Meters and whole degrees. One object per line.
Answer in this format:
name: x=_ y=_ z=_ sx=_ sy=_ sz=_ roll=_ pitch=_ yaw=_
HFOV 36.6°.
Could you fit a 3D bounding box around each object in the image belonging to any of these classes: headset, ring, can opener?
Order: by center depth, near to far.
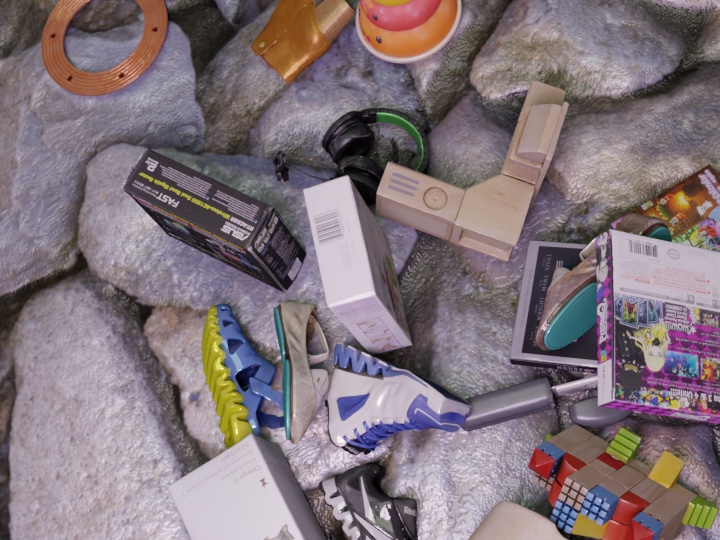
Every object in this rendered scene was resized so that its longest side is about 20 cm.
can opener: x=0.205 y=0.151 z=1.226 sx=0.197 sy=0.053 sz=0.067 roll=-12 pitch=69 yaw=10
headset: x=-0.011 y=-0.145 z=1.368 sx=0.197 sy=0.094 sz=0.125 roll=-13 pitch=67 yaw=-2
ring: x=-0.369 y=-0.341 z=1.574 sx=0.198 sy=0.019 sz=0.203 roll=-5 pitch=69 yaw=13

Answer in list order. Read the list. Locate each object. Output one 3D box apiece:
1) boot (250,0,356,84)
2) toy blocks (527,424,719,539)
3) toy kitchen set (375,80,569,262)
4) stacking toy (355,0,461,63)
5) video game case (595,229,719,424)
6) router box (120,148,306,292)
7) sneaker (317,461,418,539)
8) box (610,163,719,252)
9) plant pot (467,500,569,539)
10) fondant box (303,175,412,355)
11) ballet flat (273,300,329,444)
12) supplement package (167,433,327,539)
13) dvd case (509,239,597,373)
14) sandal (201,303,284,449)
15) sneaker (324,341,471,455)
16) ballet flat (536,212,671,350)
boot: x=-0.100 y=-0.357 z=1.485 sx=0.144 sy=0.071 sz=0.202 roll=-40 pitch=53 yaw=12
toy blocks: x=0.249 y=0.232 z=1.124 sx=0.199 sy=0.136 sz=0.101 roll=29 pitch=113 yaw=30
toy kitchen set: x=0.135 y=-0.149 z=1.272 sx=0.178 sy=0.163 sz=0.202 roll=20 pitch=76 yaw=5
stacking toy: x=0.044 y=-0.370 z=1.376 sx=0.144 sy=0.200 sz=0.148 roll=-5 pitch=69 yaw=13
video game case: x=0.338 y=0.062 z=1.135 sx=0.197 sy=0.036 sz=0.184 roll=9 pitch=70 yaw=-18
router box: x=-0.178 y=-0.061 z=1.351 sx=0.198 sy=0.150 sz=0.063 roll=25 pitch=77 yaw=21
sneaker: x=0.034 y=0.299 z=1.211 sx=0.090 sy=0.067 sz=0.201 roll=-34 pitch=64 yaw=4
box: x=0.396 y=-0.004 z=1.239 sx=0.136 sy=0.039 sz=0.201 roll=-31 pitch=66 yaw=3
plant pot: x=0.149 y=0.346 z=1.103 sx=0.199 sy=0.201 sz=0.184 roll=29 pitch=72 yaw=22
fondant box: x=0.000 y=0.000 z=1.254 sx=0.058 sy=0.200 sz=0.146 roll=-17 pitch=67 yaw=10
ballet flat: x=-0.065 y=0.112 z=1.282 sx=0.061 sy=0.068 sz=0.202 roll=-2 pitch=49 yaw=-8
supplement package: x=-0.109 y=0.304 z=1.216 sx=0.116 sy=0.117 sz=0.201 roll=-31 pitch=69 yaw=1
dvd case: x=0.275 y=0.043 z=1.215 sx=0.197 sy=0.025 sz=0.152 roll=5 pitch=65 yaw=19
sandal: x=-0.141 y=0.129 z=1.323 sx=0.086 sy=0.080 sz=0.202 roll=-9 pitch=60 yaw=-21
sneaker: x=0.029 y=0.166 z=1.247 sx=0.198 sy=0.080 sz=0.116 roll=19 pitch=86 yaw=44
ballet flat: x=0.253 y=0.009 z=1.196 sx=0.199 sy=0.068 sz=0.067 roll=-38 pitch=42 yaw=-12
